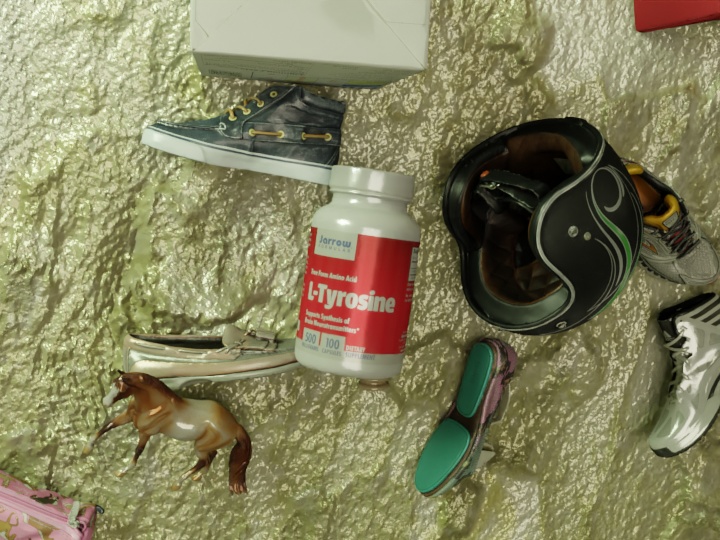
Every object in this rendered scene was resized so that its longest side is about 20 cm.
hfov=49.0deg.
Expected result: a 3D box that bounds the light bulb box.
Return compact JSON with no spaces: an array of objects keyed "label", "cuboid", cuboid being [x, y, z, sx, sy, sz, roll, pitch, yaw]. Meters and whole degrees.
[{"label":"light bulb box","cuboid":[-0.052,-0.241,0.720,0.198,0.200,0.125,2,98,-10]}]

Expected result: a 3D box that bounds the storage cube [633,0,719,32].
[{"label":"storage cube","cuboid":[0.388,-0.341,0.788,0.170,0.180,0.201,-10,103,-8]}]

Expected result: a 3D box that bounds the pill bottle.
[{"label":"pill bottle","cuboid":[0.000,0.000,0.795,0.112,0.112,0.201,7,94,-11]}]

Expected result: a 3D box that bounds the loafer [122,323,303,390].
[{"label":"loafer","cuboid":[-0.152,0.085,0.834,0.199,0.072,0.063,-8,95,-5]}]

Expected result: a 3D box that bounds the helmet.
[{"label":"helmet","cuboid":[0.190,-0.036,0.807,0.200,0.200,0.191,-27,124,-4]}]

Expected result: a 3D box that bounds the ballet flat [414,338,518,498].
[{"label":"ballet flat","cuboid":[0.131,0.174,0.904,0.071,0.069,0.201,18,97,-32]}]

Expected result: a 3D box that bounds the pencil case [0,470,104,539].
[{"label":"pencil case","cuboid":[-0.373,0.244,0.816,0.200,0.083,0.087,28,95,-13]}]

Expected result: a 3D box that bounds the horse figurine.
[{"label":"horse figurine","cuboid":[-0.189,0.171,0.823,0.200,0.050,0.133,26,113,-29]}]

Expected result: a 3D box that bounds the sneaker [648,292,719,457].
[{"label":"sneaker","cuboid":[0.376,0.113,0.935,0.115,0.076,0.201,37,85,-5]}]

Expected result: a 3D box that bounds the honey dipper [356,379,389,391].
[{"label":"honey dipper","cuboid":[0.015,0.031,0.869,0.038,0.038,0.201,-1,98,-9]}]

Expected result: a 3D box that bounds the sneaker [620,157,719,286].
[{"label":"sneaker","cuboid":[0.332,-0.048,0.882,0.200,0.082,0.078,38,92,-15]}]

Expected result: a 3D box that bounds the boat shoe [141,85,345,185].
[{"label":"boat shoe","cuboid":[-0.114,-0.148,0.798,0.200,0.071,0.091,8,98,-18]}]
